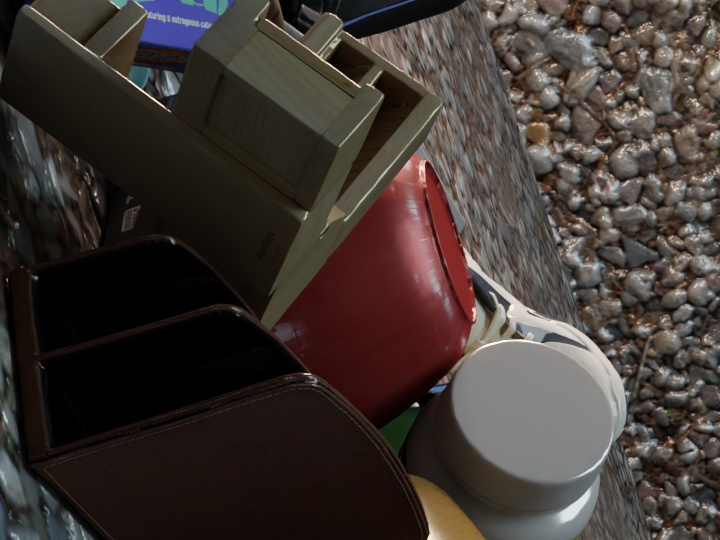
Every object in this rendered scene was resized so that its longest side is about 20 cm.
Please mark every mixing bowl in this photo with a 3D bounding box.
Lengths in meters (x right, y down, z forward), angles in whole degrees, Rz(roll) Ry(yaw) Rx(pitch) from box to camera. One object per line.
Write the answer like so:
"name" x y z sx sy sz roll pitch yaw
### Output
"mixing bowl" 0.000 0.000 1.493 0.200 0.108 0.200 -16 90 -80

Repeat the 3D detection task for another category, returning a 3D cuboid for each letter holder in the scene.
"letter holder" -0.058 0.068 1.250 0.200 0.142 0.101 58 19 -58

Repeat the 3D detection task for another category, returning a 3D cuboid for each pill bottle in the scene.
"pill bottle" 0.070 0.133 1.526 0.200 0.114 0.114 112 -25 -50

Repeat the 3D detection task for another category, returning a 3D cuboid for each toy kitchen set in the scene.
"toy kitchen set" -0.055 -0.104 1.286 0.180 0.163 0.200 -51 173 -32

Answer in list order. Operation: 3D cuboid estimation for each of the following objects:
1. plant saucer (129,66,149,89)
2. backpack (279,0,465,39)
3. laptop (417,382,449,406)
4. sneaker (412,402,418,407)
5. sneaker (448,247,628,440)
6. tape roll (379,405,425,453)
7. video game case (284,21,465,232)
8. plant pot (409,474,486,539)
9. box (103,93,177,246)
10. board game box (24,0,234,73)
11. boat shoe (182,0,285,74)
"plant saucer" -0.160 -0.187 1.427 0.200 0.027 0.200 -15 90 -80
"backpack" -0.022 -0.262 1.897 0.200 0.183 0.147 68 -16 3
"laptop" 0.098 0.173 1.911 0.200 0.116 0.188 177 -93 -71
"sneaker" 0.008 0.104 1.766 0.200 0.071 0.073 55 20 -64
"sneaker" 0.074 0.046 1.681 0.199 0.079 0.130 47 17 12
"tape roll" 0.053 0.186 1.714 0.200 0.048 0.201 14 72 -53
"video game case" -0.022 -0.111 1.791 0.182 0.023 0.200 37 -8 26
"plant pot" 0.020 0.201 1.362 0.200 0.186 0.187 -97 167 -53
"box" -0.079 0.023 1.475 0.158 0.050 0.200 -89 161 -60
"board game box" -0.116 -0.206 1.364 0.152 0.045 0.200 2 79 -57
"boat shoe" -0.092 -0.183 1.514 0.068 0.072 0.200 -90 159 -53
